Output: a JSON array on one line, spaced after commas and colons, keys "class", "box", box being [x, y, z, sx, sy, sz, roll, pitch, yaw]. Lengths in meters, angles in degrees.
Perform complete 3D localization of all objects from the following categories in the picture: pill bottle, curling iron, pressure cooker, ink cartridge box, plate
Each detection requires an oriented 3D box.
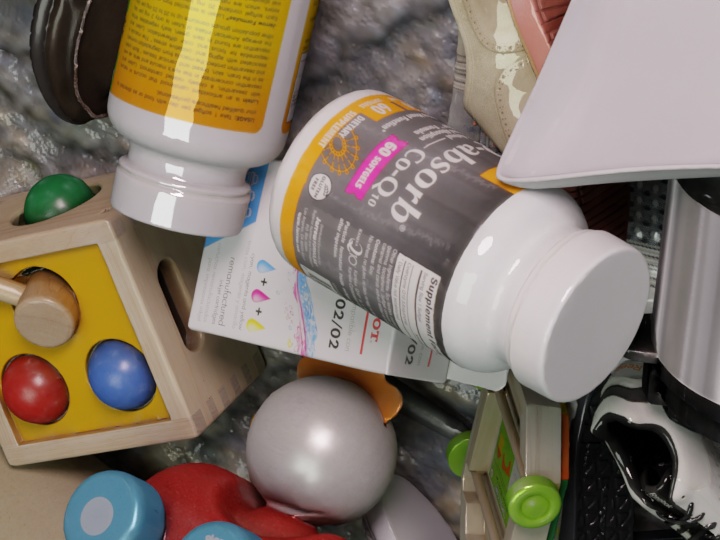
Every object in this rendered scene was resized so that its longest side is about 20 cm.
[{"class": "pill bottle", "box": [0.055, -0.013, 1.614, 0.200, 0.116, 0.117, 30, 127, 32]}, {"class": "pill bottle", "box": [-0.089, -0.127, 1.730, 0.111, 0.111, 0.200, 18, 102, 19]}, {"class": "curling iron", "box": [-0.012, 0.052, 1.865, 0.200, 0.050, 0.026, 32, 127, 3]}, {"class": "pressure cooker", "box": [0.253, 0.015, 1.622, 0.176, 0.178, 0.200, 30, 128, 37]}, {"class": "ink cartridge box", "box": [0.000, 0.000, 1.761, 0.200, 0.068, 0.115, 11, 91, 36]}, {"class": "plate", "box": [0.193, -0.111, 1.578, 0.200, 0.200, 0.032, -2, 133, 29]}]

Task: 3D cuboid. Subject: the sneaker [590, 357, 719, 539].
[{"class": "sneaker", "box": [0.199, 0.136, 1.716, 0.074, 0.080, 0.200, -27, 106, 39]}]

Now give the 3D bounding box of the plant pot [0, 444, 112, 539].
[{"class": "plant pot", "box": [-0.228, 0.186, 1.979, 0.200, 0.187, 0.187, 50, 128, 13]}]

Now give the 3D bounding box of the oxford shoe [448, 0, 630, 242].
[{"class": "oxford shoe", "box": [0.104, -0.086, 1.682, 0.074, 0.071, 0.200, -9, 99, 34]}]

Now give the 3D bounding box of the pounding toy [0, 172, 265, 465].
[{"class": "pounding toy", "box": [-0.201, 0.020, 1.883, 0.184, 0.142, 0.200, -11, 110, 31]}]

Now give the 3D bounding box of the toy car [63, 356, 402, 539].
[{"class": "toy car", "box": [-0.050, 0.130, 1.822, 0.177, 0.184, 0.200, 21, 83, 36]}]

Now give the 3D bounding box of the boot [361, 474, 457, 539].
[{"class": "boot", "box": [0.032, 0.233, 1.912, 0.095, 0.074, 0.200, -24, 103, 28]}]

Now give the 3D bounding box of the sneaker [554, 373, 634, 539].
[{"class": "sneaker", "box": [0.128, 0.117, 1.798, 0.083, 0.072, 0.200, 36, 125, 45]}]

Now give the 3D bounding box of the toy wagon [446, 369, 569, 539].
[{"class": "toy wagon", "box": [0.086, 0.146, 1.792, 0.039, 0.155, 0.200, 4, 122, -11]}]

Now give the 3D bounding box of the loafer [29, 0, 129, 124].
[{"class": "loafer", "box": [-0.156, -0.177, 1.796, 0.071, 0.073, 0.200, 19, 122, 21]}]

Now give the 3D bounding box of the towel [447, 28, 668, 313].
[{"class": "towel", "box": [0.140, -0.062, 1.724, 0.200, 0.035, 0.193, 15, 122, 22]}]

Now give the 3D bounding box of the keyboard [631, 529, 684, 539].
[{"class": "keyboard", "box": [0.261, 0.167, 1.787, 0.200, 0.040, 0.104, -7, 127, 35]}]
